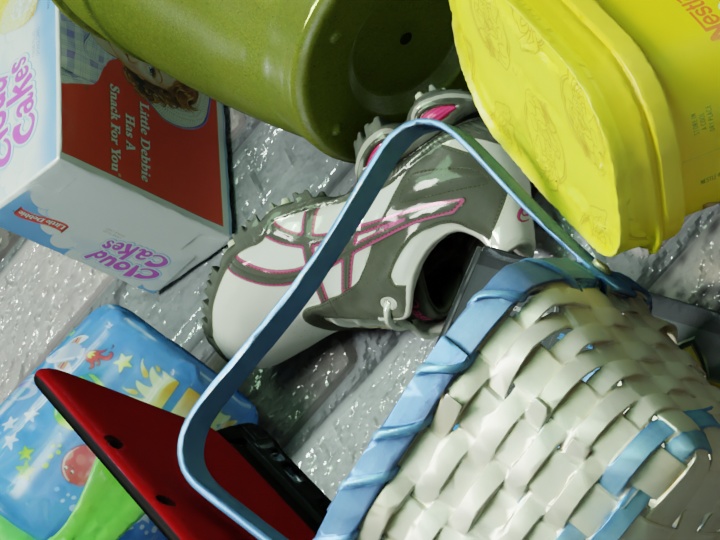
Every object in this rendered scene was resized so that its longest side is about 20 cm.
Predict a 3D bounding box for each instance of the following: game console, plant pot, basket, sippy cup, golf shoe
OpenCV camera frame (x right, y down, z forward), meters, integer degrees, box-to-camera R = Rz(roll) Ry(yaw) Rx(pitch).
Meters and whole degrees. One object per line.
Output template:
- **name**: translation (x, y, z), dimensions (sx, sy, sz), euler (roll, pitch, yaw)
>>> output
- **game console**: translation (-0.051, 0.147, 1.175), dimensions (0.200, 0.119, 0.173), euler (42, 135, 50)
- **plant pot**: translation (-0.029, -0.151, 1.349), dimensions (0.200, 0.200, 0.193), euler (-55, 48, 11)
- **basket**: translation (0.039, 0.064, 1.065), dimensions (0.200, 0.139, 0.176), euler (42, 104, 23)
- **sippy cup**: translation (-0.121, 0.092, 1.351), dimensions (0.130, 0.140, 0.178), euler (-54, 44, -2)
- **golf shoe**: translation (0.000, 0.000, 1.304), dimensions (0.200, 0.077, 0.088), euler (-41, 55, 34)

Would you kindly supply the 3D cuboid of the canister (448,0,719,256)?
- **canister**: translation (0.154, -0.097, 1.080), dimensions (0.200, 0.087, 0.149), euler (-21, 37, -13)

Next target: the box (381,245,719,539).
- **box**: translation (0.092, 0.085, 1.161), dimensions (0.200, 0.046, 0.159), euler (19, 84, 53)

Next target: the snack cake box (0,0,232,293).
- **snack cake box**: translation (-0.136, -0.100, 1.492), dimensions (0.067, 0.115, 0.200), euler (-34, 45, 34)
